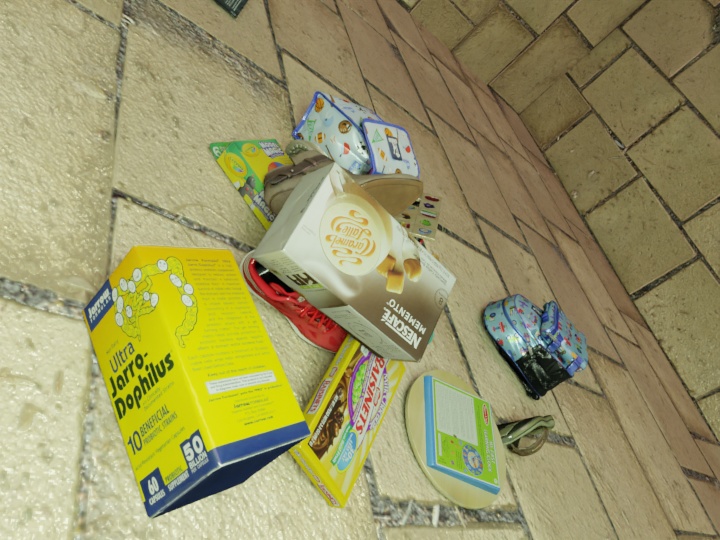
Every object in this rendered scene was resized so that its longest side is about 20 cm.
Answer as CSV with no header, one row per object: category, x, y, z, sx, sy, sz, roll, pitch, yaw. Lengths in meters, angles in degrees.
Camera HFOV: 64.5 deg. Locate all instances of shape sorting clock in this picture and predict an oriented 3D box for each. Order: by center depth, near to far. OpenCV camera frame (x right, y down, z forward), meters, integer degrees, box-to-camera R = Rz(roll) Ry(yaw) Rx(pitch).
shape sorting clock,0.140,0.241,0.830,0.198,0.039,0.202,24,43,-25

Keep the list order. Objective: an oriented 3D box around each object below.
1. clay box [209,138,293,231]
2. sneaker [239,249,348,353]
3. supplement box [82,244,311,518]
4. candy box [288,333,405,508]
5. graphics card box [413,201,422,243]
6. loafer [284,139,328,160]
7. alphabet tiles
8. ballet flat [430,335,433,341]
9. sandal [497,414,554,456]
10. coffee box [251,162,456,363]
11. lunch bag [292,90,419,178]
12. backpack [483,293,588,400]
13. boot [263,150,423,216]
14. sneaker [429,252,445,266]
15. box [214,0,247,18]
clay box,-0.130,-0.127,0.861,0.201,0.047,0.115,54,28,4
sneaker,-0.060,0.047,0.683,0.198,0.079,0.115,31,-4,-11
supplement box,-0.151,0.091,0.515,0.109,0.109,0.202,2,54,-54
candy box,-0.008,0.151,0.652,0.103,0.026,0.201,62,39,-28
graphics card box,0.055,-0.069,0.979,0.050,0.127,0.199,25,20,23
loafer,-0.054,-0.139,0.966,0.201,0.075,0.069,51,25,-20
alphabet tiles,0.022,-0.104,0.852,0.197,0.008,0.168,15,29,4
ballet flat,0.054,0.041,0.903,0.201,0.067,0.070,53,-10,-35
sandal,0.283,0.280,0.960,0.200,0.079,0.058,13,59,-49
coffee box,-0.002,-0.002,0.618,0.200,0.079,0.115,41,65,-25
lunch bag,0.005,-0.231,1.063,0.200,0.125,0.169,47,27,25
backpack,0.351,0.129,1.171,0.201,0.134,0.182,50,28,4
boot,-0.033,-0.120,0.777,0.197,0.071,0.147,-18,43,-19
sneaker,0.095,0.010,0.978,0.200,0.086,0.077,56,49,-65
box,-0.295,-0.663,1.169,0.197,0.123,0.202,31,34,-29
